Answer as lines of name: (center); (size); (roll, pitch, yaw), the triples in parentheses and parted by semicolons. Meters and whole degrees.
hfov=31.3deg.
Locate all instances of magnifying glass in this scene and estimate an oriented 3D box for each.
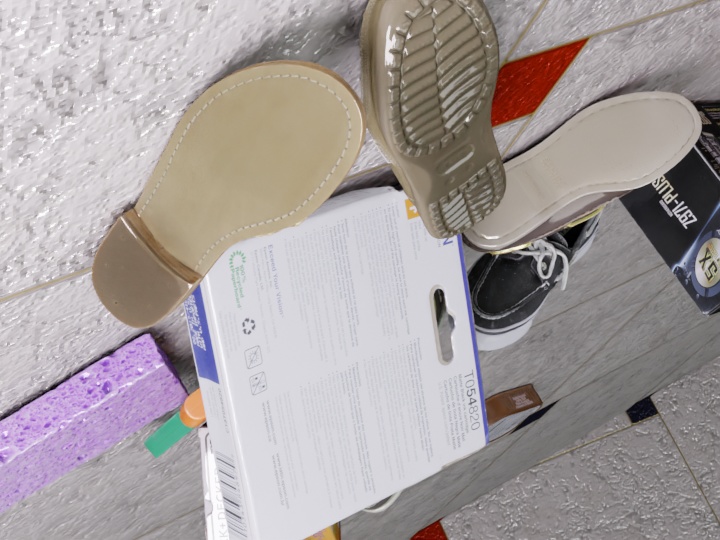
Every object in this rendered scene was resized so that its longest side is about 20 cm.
magnifying glass: (-0.123, 0.105, 0.945); (0.079, 0.022, 0.200); (-38, 180, -14)

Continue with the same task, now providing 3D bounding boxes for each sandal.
sandal: (-0.061, -0.048, 0.662); (0.211, 0.078, 0.070); (-39, -177, 38)

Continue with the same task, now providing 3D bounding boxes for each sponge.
sponge: (-0.213, 0.116, 0.869); (0.199, 0.030, 0.112); (-31, 165, -9)

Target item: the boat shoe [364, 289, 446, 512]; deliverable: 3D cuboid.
boat shoe: (0.019, 0.096, 1.031); (0.061, 0.071, 0.203); (17, 85, -76)

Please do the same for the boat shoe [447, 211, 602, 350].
boat shoe: (0.145, -0.012, 1.070); (0.199, 0.074, 0.068); (-36, 158, -35)

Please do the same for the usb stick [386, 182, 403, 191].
usb stick: (0.000, 0.000, 0.937); (0.055, 0.033, 0.200); (-19, 159, -29)

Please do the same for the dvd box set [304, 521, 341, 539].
dvd box set: (-0.037, 0.126, 0.966); (0.029, 0.148, 0.200); (-4, 159, 1)

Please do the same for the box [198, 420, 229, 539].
box: (-0.078, 0.164, 0.997); (0.060, 0.118, 0.200); (-4, 179, 2)

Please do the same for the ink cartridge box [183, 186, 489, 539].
ink cartridge box: (-0.012, 0.055, 0.826); (0.199, 0.201, 0.040); (-19, -163, -34)

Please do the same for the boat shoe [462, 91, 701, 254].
boat shoe: (0.164, -0.072, 0.979); (0.199, 0.072, 0.060); (-29, 169, -2)

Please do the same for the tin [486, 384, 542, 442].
tin: (0.201, 0.220, 1.910); (0.112, 0.042, 0.199); (-47, 159, 27)

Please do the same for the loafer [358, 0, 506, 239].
loafer: (0.031, -0.092, 0.693); (0.076, 0.068, 0.201); (-33, 148, -13)

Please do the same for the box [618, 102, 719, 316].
box: (0.326, -0.061, 1.141); (0.086, 0.164, 0.199); (-44, 161, 33)
